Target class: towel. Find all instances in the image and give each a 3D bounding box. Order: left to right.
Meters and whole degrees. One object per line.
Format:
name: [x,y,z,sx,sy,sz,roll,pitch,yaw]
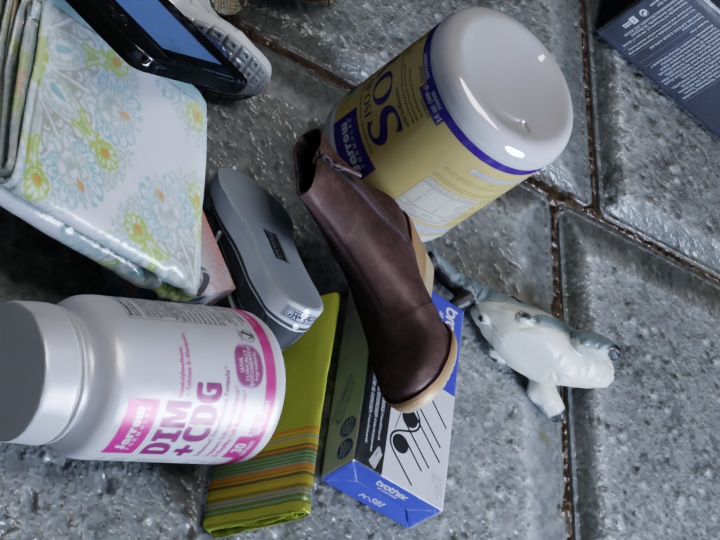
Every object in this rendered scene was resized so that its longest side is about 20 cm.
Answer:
towel: [-0.185,-0.089,1.468,0.200,0.048,0.171,32,49,-41]
towel: [-0.063,0.106,1.548,0.018,0.086,0.200,54,33,-42]

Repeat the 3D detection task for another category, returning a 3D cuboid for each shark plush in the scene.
shark plush: [0.134,0.054,1.816,0.200,0.091,0.083,24,26,-6]

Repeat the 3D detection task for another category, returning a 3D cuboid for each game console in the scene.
game console: [-0.144,-0.232,1.511,0.176,0.116,0.200,45,13,14]

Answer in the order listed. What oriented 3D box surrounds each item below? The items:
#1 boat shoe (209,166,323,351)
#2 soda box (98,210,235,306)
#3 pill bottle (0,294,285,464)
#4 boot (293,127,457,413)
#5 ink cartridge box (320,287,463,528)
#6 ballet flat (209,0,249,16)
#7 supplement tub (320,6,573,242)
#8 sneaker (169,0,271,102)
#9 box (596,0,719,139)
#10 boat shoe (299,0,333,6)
boat shoe: [-0.085,-0.004,1.603,0.074,0.068,0.199,23,25,-37]
soda box: [-0.171,-0.058,1.562,0.068,0.064,0.200,-11,72,-47]
pill bottle: [-0.161,0.076,1.446,0.200,0.113,0.113,7,60,-41]
boot: [0.000,0.000,1.596,0.166,0.072,0.200,48,23,-30]
ink cartridge box: [0.028,0.097,1.668,0.094,0.044,0.200,32,45,-27]
ballet flat: [-0.096,-0.308,1.790,0.068,0.075,0.200,30,47,-20]
supplement tub: [0.060,-0.110,1.717,0.145,0.200,0.146,25,49,-32]
sneaker: [-0.150,-0.213,1.681,0.200,0.074,0.087,36,39,-23]
box: [0.367,-0.282,2.188,0.197,0.124,0.200,36,44,-20]
boat shoe: [-0.038,-0.269,1.774,0.200,0.063,0.073,19,88,-71]
